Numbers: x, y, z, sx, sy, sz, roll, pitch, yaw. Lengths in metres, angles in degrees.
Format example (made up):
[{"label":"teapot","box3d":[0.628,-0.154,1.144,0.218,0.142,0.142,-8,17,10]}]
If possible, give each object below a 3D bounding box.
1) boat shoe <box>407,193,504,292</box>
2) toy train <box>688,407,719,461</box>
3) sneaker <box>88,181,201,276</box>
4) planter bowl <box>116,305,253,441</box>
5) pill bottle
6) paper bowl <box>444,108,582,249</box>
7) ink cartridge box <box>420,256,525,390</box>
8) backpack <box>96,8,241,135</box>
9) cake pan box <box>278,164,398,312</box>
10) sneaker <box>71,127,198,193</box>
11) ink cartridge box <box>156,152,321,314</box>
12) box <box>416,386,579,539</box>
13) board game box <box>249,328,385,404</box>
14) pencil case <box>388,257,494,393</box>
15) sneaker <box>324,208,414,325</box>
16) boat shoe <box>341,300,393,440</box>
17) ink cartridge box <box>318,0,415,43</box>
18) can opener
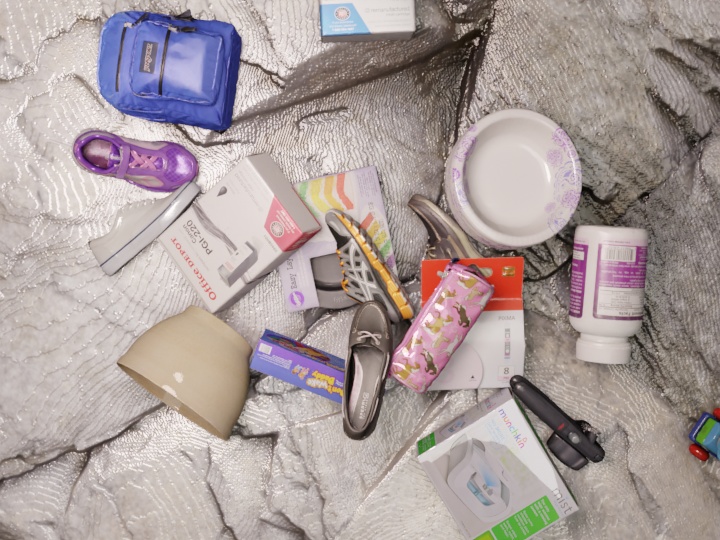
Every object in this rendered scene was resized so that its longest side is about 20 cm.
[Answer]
[{"label":"boat shoe","box3d":[0.135,-0.028,1.652,0.073,0.075,0.200,-42,93,2]},{"label":"toy train","box3d":[0.609,0.302,1.663,0.199,0.116,0.085,35,93,-3]},{"label":"sneaker","box3d":[-0.329,-0.076,1.632,0.199,0.073,0.071,-39,97,8]},{"label":"planter bowl","box3d":[-0.241,0.139,1.605,0.199,0.200,0.136,35,75,-3]},{"label":"pill bottle","box3d":[0.373,0.035,1.643,0.110,0.112,0.204,3,94,-1]},{"label":"paper bowl","box3d":[0.222,-0.133,1.622,0.197,0.104,0.205,0,87,-9]},{"label":"ink cartridge box","box3d":[0.169,0.084,1.640,0.159,0.057,0.203,-2,120,-1]},{"label":"backpack","box3d":[-0.285,-0.302,1.580,0.196,0.168,0.166,9,87,2]},{"label":"cake pan box","box3d":[-0.044,-0.045,1.659,0.181,0.052,0.204,-11,95,2]},{"label":"sneaker","box3d":[-0.342,-0.165,1.625,0.196,0.088,0.082,11,92,-3]},{"label":"ink cartridge box","box3d":[-0.181,-0.055,1.604,0.199,0.085,0.146,-39,85,21]},{"label":"box","box3d":[0.208,0.313,1.664,0.175,0.097,0.202,-31,94,6]},{"label":"board game box","box3d":[-0.063,0.151,1.629,0.197,0.134,0.045,22,93,-2]},{"label":"pencil case","box3d":[0.112,0.083,1.585,0.086,0.083,0.202,33,98,5]},{"label":"sneaker","box3d":[0.000,0.000,1.603,0.077,0.078,0.202,-32,93,10]},{"label":"boat shoe","box3d":[0.010,0.139,1.537,0.066,0.057,0.204,7,78,3]},{"label":"ink cartridge box","box3d":[0.006,-0.449,1.614,0.142,0.084,0.204,-3,94,-1]},{"label":"can opener","box3d":[0.301,0.232,1.661,0.079,0.063,0.200,-46,111,-1]}]
